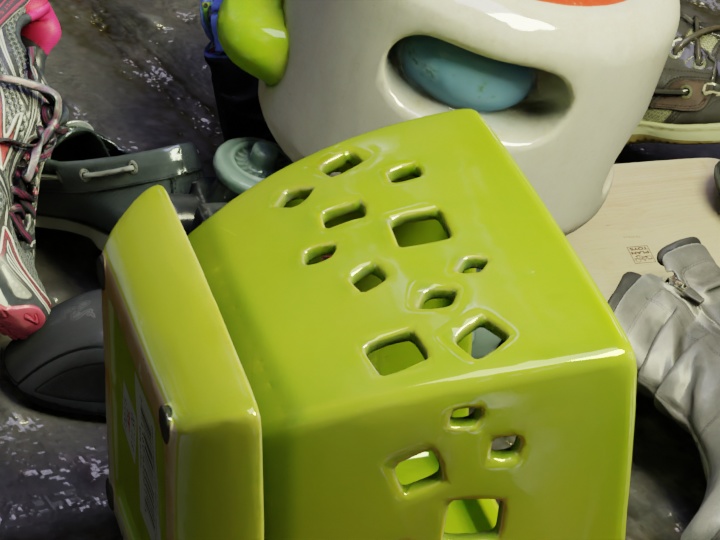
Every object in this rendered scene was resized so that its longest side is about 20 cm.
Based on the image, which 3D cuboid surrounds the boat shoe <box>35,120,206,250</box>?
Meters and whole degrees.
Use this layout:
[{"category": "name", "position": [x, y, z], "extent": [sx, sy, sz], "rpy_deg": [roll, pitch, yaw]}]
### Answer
[{"category": "boat shoe", "position": [-0.140, -0.055, 1.321], "extent": [0.073, 0.062, 0.200], "rpy_deg": [-18, 24, -33]}]

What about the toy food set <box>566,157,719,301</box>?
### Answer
[{"category": "toy food set", "position": [0.140, 0.014, 1.329], "extent": [0.199, 0.061, 0.144], "rpy_deg": [-5, 45, -19]}]

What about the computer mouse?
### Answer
[{"category": "computer mouse", "position": [-0.072, 0.023, 1.260], "extent": [0.199, 0.046, 0.141], "rpy_deg": [7, 32, -2]}]

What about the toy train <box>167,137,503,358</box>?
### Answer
[{"category": "toy train", "position": [0.000, 0.000, 1.217], "extent": [0.199, 0.085, 0.114], "rpy_deg": [4, 37, -23]}]

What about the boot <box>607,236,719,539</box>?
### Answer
[{"category": "boot", "position": [0.157, 0.068, 1.198], "extent": [0.131, 0.070, 0.200], "rpy_deg": [31, 35, 13]}]

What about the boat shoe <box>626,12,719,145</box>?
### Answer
[{"category": "boat shoe", "position": [0.181, -0.114, 1.459], "extent": [0.200, 0.066, 0.072], "rpy_deg": [-4, 30, 32]}]

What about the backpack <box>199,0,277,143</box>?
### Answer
[{"category": "backpack", "position": [0.034, -0.122, 1.387], "extent": [0.199, 0.135, 0.183], "rpy_deg": [-2, 24, 27]}]

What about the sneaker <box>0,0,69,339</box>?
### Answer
[{"category": "sneaker", "position": [-0.177, -0.059, 1.253], "extent": [0.074, 0.081, 0.201], "rpy_deg": [-14, 59, 1]}]

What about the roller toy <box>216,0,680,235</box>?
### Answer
[{"category": "roller toy", "position": [0.054, -0.113, 1.201], "extent": [0.199, 0.140, 0.182], "rpy_deg": [-14, 45, -43]}]

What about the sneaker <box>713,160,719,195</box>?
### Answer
[{"category": "sneaker", "position": [0.288, -0.021, 1.315], "extent": [0.199, 0.114, 0.076], "rpy_deg": [47, 28, 11]}]

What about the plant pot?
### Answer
[{"category": "plant pot", "position": [-0.007, 0.070, 1.065], "extent": [0.181, 0.201, 0.199], "rpy_deg": [-8, 35, -15]}]
